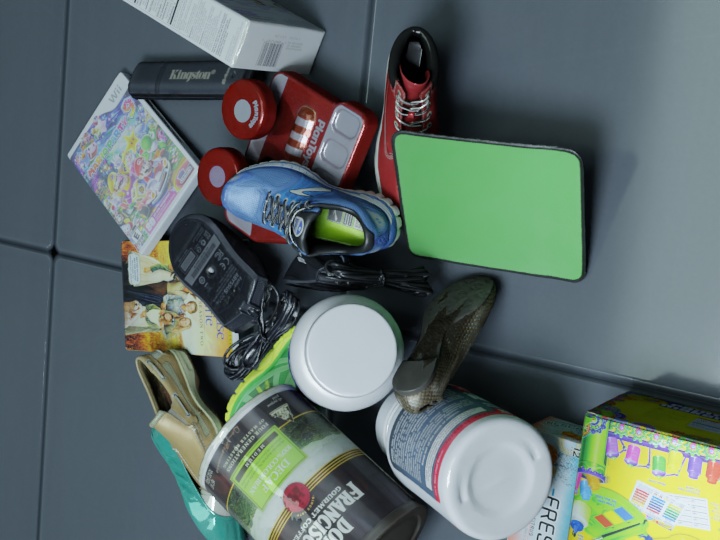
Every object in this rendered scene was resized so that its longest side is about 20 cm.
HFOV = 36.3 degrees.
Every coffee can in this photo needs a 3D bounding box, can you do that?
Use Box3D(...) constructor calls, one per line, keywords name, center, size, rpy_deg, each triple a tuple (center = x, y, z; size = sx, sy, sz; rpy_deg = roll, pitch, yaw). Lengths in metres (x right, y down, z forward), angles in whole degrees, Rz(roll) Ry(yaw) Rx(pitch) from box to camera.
Box3D(name="coffee can", center=(-0.051, 0.238, 1.147), size=(0.200, 0.146, 0.147), rpy_deg=(39, 113, 24))

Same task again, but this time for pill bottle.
Box3D(name="pill bottle", center=(0.093, 0.180, 1.107), size=(0.200, 0.118, 0.121), rpy_deg=(-159, 71, -66))
Box3D(name="pill bottle", center=(-0.016, 0.087, 1.149), size=(0.118, 0.200, 0.121), rpy_deg=(1, 84, -5))

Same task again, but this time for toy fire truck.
Box3D(name="toy fire truck", center=(-0.078, -0.118, 1.238), size=(0.167, 0.112, 0.201), rpy_deg=(34, 113, 28))

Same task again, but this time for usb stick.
Box3D(name="usb stick", center=(-0.206, -0.235, 1.355), size=(0.198, 0.033, 0.056), rpy_deg=(6, 61, 33))

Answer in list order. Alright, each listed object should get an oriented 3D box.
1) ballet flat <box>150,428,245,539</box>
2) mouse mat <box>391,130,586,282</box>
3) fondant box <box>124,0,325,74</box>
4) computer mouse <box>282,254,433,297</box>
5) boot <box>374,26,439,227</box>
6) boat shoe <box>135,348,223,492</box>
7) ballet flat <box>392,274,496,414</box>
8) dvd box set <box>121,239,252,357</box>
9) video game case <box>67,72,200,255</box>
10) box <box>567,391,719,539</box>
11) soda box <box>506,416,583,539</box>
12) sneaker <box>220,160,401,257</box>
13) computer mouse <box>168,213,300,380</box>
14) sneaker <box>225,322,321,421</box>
Box3D(name="ballet flat", center=(-0.195, 0.256, 1.374), size=(0.070, 0.067, 0.201), rpy_deg=(-47, 68, 33))
Box3D(name="mouse mat", center=(0.129, -0.064, 1.106), size=(0.198, 0.008, 0.162), rpy_deg=(9, 132, 22))
Box3D(name="fondant box", center=(-0.160, -0.295, 1.261), size=(0.199, 0.144, 0.059), rpy_deg=(35, 113, 26))
Box3D(name="computer mouse", center=(0.000, 0.000, 1.211), size=(0.200, 0.139, 0.047), rpy_deg=(172, 105, -71))
Box3D(name="boot", center=(0.051, -0.143, 1.129), size=(0.072, 0.144, 0.202), rpy_deg=(0, 95, 0))
Box3D(name="boat shoe", center=(-0.221, 0.184, 1.327), size=(0.072, 0.076, 0.201), rpy_deg=(-53, 54, 31))
Box3D(name="ballet flat", center=(0.089, 0.074, 1.113), size=(0.067, 0.200, 0.047), rpy_deg=(-6, 123, 33))
Box3D(name="dvd box set", center=(-0.223, 0.034, 1.398), size=(0.198, 0.029, 0.148), rpy_deg=(2, 95, 34))
Box3D(name="video game case", center=(-0.292, -0.139, 1.419), size=(0.200, 0.018, 0.144), rpy_deg=(49, 113, 27))
Box3D(name="box", center=(0.306, 0.235, 1.009), size=(0.199, 0.122, 0.195), rpy_deg=(13, 101, 31))
Box3D(name="soda box", center=(0.194, 0.255, 1.120), size=(0.068, 0.063, 0.202), rpy_deg=(15, 103, 31))
Box3D(name="sneaker", center=(-0.060, -0.063, 1.156), size=(0.198, 0.089, 0.079), rpy_deg=(13, 110, 18))
Box3D(name="computer mouse", center=(-0.152, 0.018, 1.297), size=(0.139, 0.053, 0.200), rpy_deg=(-48, 69, 24))
Box3D(name="sneaker", center=(-0.091, 0.147, 1.294), size=(0.084, 0.074, 0.201), rpy_deg=(48, 117, 25))
